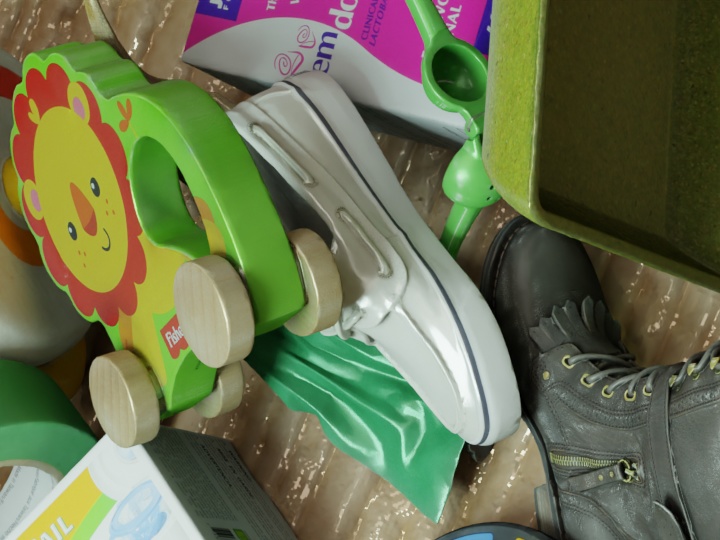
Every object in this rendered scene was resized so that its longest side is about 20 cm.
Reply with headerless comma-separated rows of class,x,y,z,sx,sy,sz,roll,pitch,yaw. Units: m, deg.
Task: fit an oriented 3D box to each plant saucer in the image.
plant saucer,0.115,-0.099,0.898,0.048,0.200,0.201,-3,78,37

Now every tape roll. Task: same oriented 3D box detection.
tape roll,-0.225,0.134,1.034,0.201,0.200,0.048,-48,63,12

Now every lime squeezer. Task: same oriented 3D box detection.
lime squeezer,0.040,-0.073,0.913,0.071,0.038,0.201,33,138,62

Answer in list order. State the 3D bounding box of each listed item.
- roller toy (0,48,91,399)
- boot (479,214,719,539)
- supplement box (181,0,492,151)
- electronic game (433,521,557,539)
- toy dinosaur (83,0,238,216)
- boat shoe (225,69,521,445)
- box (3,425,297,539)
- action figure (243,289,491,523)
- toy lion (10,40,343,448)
roller toy,-0.227,-0.025,1.079,0.139,0.182,0.201,-18,71,24
boot,0.130,0.053,0.878,0.174,0.069,0.201,-32,70,64
supplement box,0.026,-0.121,1.007,0.199,0.103,0.102,15,88,32
electronic game,0.043,0.211,0.908,0.200,0.041,0.201,-31,46,38
toy dinosaur,-0.099,-0.076,1.008,0.101,0.200,0.058,33,78,25
boat shoe,0.000,0.000,0.928,0.065,0.072,0.201,-26,80,-24
box,-0.132,0.186,1.029,0.200,0.101,0.113,-46,62,13
action figure,-0.016,0.031,1.024,0.199,0.055,0.119,26,94,27
toy lion,-0.105,-0.027,0.949,0.200,0.068,0.193,-40,72,58
